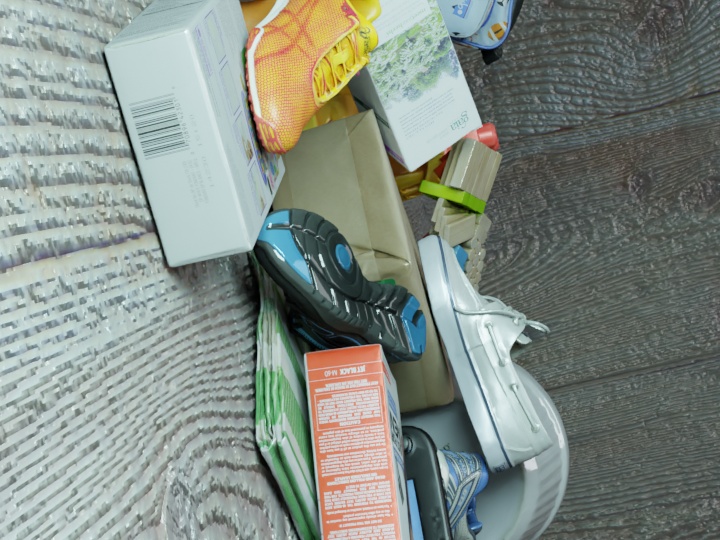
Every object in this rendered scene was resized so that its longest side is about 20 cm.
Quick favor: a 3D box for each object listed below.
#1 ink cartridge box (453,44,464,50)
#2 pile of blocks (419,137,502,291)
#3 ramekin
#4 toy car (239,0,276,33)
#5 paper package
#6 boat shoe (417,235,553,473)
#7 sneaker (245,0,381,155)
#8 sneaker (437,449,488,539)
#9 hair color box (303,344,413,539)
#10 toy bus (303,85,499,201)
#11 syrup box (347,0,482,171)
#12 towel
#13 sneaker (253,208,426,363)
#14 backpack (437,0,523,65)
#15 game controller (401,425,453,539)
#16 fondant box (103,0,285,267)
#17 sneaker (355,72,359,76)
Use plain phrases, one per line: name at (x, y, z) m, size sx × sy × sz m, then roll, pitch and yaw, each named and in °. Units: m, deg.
ink cartridge box at (0.014, -0.267, 1.702) m, size 0.146 × 0.199 × 0.085 m, roll 61°, pitch 18°, yaw -64°
pile of blocks at (0.074, -0.029, 1.586) m, size 0.082 × 0.062 × 0.201 m, roll -20°, pitch 120°, yaw -53°
ramekin at (0.083, 0.176, 1.560) m, size 0.094 × 0.201 × 0.204 m, roll -31°, pitch 108°, yaw -70°
toy car at (-0.070, -0.271, 1.300) m, size 0.185 × 0.176 × 0.201 m, roll -57°, pitch 151°, yaw -58°
paper package at (0.000, 0.000, 1.476) m, size 0.200 × 0.103 × 0.191 m, roll 70°, pitch 4°, yaw -50°
boat shoe at (0.113, 0.058, 1.436) m, size 0.075 × 0.086 × 0.203 m, roll 58°, pitch 13°, yaw -78°
sneaker at (-0.031, -0.154, 1.218) m, size 0.201 × 0.077 × 0.073 m, roll -72°, pitch 153°, yaw -46°
sneaker at (0.060, 0.225, 1.470) m, size 0.201 × 0.085 × 0.077 m, roll 108°, pitch -31°, yaw -43°
hair color box at (0.003, 0.167, 1.295) m, size 0.111 × 0.063 × 0.201 m, roll 69°, pitch 15°, yaw -71°
toy bus at (0.031, -0.121, 1.643) m, size 0.200 × 0.191 × 0.137 m, roll 25°, pitch 54°, yaw -78°
syrup box at (0.025, -0.190, 1.451) m, size 0.081 × 0.079 × 0.201 m, roll 44°, pitch -17°, yaw 50°
towel at (-0.054, 0.096, 1.316) m, size 0.153 × 0.023 × 0.201 m, roll 70°, pitch 9°, yaw -46°
sneaker at (-0.029, 0.024, 1.292) m, size 0.200 × 0.081 × 0.074 m, roll 43°, pitch 40°, yaw -46°
backpack at (0.058, -0.295, 1.539) m, size 0.154 × 0.189 × 0.201 m, roll -37°, pitch 144°, yaw -71°
game controller at (0.024, 0.224, 1.355) m, size 0.042 × 0.104 × 0.201 m, roll 57°, pitch 22°, yaw -68°
fondant box at (-0.104, -0.103, 1.148) m, size 0.200 × 0.058 × 0.145 m, roll -75°, pitch 151°, yaw -71°
sneaker at (-0.084, -0.221, 1.393) m, size 0.201 × 0.088 × 0.081 m, roll 56°, pitch -9°, yaw 20°
